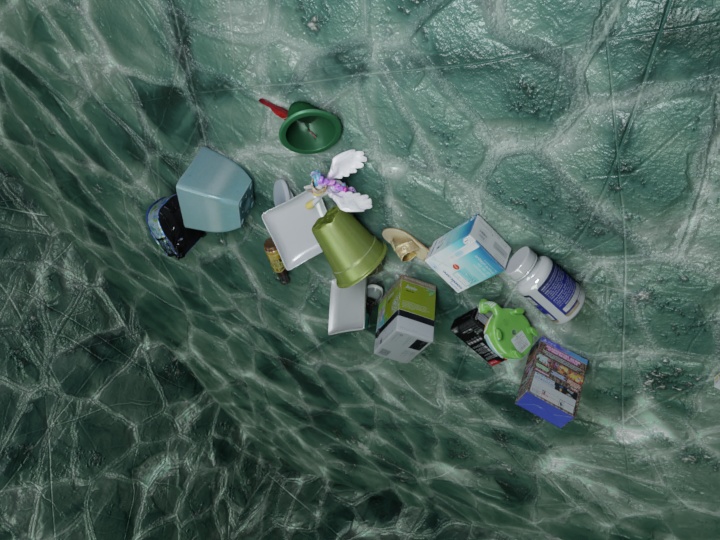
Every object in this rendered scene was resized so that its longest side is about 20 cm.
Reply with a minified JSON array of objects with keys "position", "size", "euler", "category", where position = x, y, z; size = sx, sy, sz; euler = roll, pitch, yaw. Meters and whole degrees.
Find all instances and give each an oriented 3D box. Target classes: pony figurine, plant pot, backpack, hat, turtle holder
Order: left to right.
[{"position":[-0.713,-0.175,2.069],"size":[0.143,0.185,0.204],"euler":[1,130,34],"category":"backpack"},{"position":[-0.459,-0.245,1.794],"size":[0.194,0.200,0.199],"euler":[18,143,5],"category":"plant pot"},{"position":[-0.157,-0.438,1.475],"size":[0.193,0.181,0.166],"euler":[1,151,-24],"category":"hat"},{"position":[-0.072,-0.231,1.529],"size":[0.200,0.186,0.173],"euler":[152,107,-80],"category":"pony figurine"},{"position":[-0.048,-0.088,1.652],"size":[0.197,0.202,0.192],"euler":[-16,119,47],"category":"plant pot"},{"position":[0.425,0.184,1.648],"size":[0.181,0.144,0.132],"euler":[27,163,-9],"category":"turtle holder"}]

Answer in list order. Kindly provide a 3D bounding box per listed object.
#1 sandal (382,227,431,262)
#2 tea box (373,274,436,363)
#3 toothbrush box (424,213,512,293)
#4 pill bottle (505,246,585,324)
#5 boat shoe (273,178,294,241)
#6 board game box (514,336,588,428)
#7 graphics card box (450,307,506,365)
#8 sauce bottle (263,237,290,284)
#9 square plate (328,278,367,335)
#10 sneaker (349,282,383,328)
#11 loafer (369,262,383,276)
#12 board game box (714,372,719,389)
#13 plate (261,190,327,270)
[{"position":[0.147,-0.054,1.641],"size":[0.207,0.070,0.079],"euler":[27,144,9],"category":"sandal"},{"position":[0.143,0.159,1.763],"size":[0.130,0.202,0.201],"euler":[17,146,-13],"category":"tea box"},{"position":[0.298,-0.043,1.525],"size":[0.146,0.086,0.199],"euler":[42,145,-13],"category":"toothbrush box"},{"position":[0.484,0.035,1.443],"size":[0.198,0.121,0.119],"euler":[39,144,-9],"category":"pill bottle"},{"position":[-0.217,-0.196,1.757],"size":[0.073,0.085,0.209],"euler":[2,110,45],"category":"boat shoe"},{"position":[0.577,0.335,1.650],"size":[0.156,0.203,0.098],"euler":[27,146,7],"category":"board game box"},{"position":[0.402,0.218,1.779],"size":[0.198,0.052,0.125],"euler":[38,145,-9],"category":"graphics card box"},{"position":[-0.302,-0.030,2.023],"size":[0.064,0.067,0.204],"euler":[12,140,26],"category":"sauce bottle"},{"position":[-0.040,0.115,1.903],"size":[0.028,0.207,0.195],"euler":[16,159,-37],"category":"square plate"},{"position":[0.017,0.135,1.907],"size":[0.081,0.124,0.201],"euler":[21,147,-9],"category":"sneaker"},{"position":[0.000,0.000,1.804],"size":[0.198,0.069,0.077],"euler":[-23,99,50],"category":"loafer"},{"position":[1.039,0.297,1.392],"size":[0.195,0.035,0.136],"euler":[24,144,13],"category":"board game box"},{"position":[-0.187,-0.134,1.717],"size":[0.205,0.195,0.032],"euler":[66,172,-24],"category":"plate"}]
